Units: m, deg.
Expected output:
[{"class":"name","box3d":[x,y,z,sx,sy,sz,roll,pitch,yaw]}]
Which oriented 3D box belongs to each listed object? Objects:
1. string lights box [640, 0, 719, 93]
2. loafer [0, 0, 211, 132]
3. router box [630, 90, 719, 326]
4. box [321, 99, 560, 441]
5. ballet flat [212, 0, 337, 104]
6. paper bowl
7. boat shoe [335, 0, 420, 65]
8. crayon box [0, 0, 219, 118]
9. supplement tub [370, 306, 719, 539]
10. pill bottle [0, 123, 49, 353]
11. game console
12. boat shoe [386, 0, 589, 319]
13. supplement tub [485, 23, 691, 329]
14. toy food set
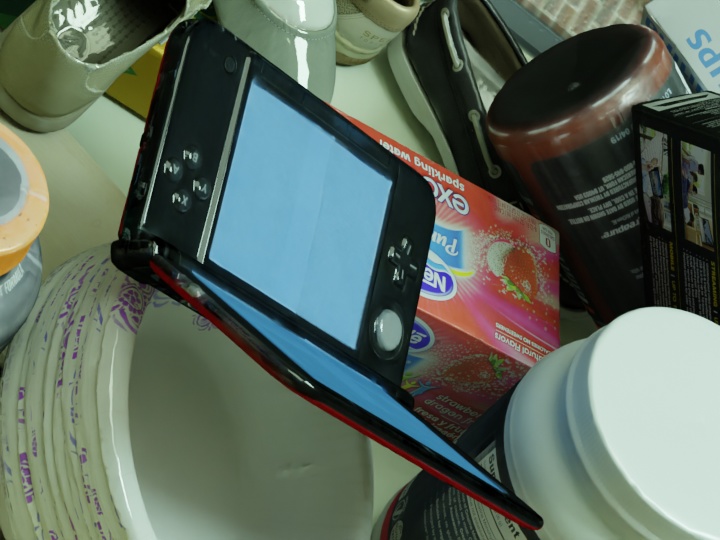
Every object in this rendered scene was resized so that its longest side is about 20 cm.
[{"class":"string lights box","box3d":[0.203,-0.090,1.439,0.059,0.200,0.103,-32,77,-6]},{"class":"loafer","box3d":[-0.104,-0.149,1.263,0.076,0.068,0.200,42,64,-17]},{"class":"router box","box3d":[0.193,0.024,1.252,0.051,0.149,0.201,-12,108,-19]},{"class":"box","box3d":[0.000,0.000,1.280,0.200,0.095,0.100,28,47,-30]},{"class":"ballet flat","box3d":[-0.049,-0.177,1.346,0.067,0.064,0.200,2,58,-33]},{"class":"paper bowl","box3d":[-0.088,0.085,1.146,0.201,0.104,0.201,29,54,-50]},{"class":"boat shoe","box3d":[-0.026,-0.217,1.446,0.071,0.064,0.200,-22,81,-45]},{"class":"crayon box","box3d":[-0.126,-0.160,1.363,0.200,0.052,0.126,33,46,-11]},{"class":"supplement tub","box3d":[0.105,0.119,1.215,0.140,0.200,0.141,18,50,-23]},{"class":"pill bottle","box3d":[-0.202,0.013,1.081,0.106,0.200,0.106,17,51,-23]},{"class":"game console","box3d":[0.001,0.002,1.101,0.200,0.118,0.173,34,62,-48]},{"class":"boat shoe","box3d":[0.088,-0.069,1.433,0.074,0.060,0.200,-12,69,-46]},{"class":"supplement tub","box3d":[0.154,-0.025,1.366,0.200,0.107,0.107,59,40,-23]},{"class":"toy food set","box3d":[-0.196,-0.030,1.226,0.200,0.060,0.143,48,35,2]}]
